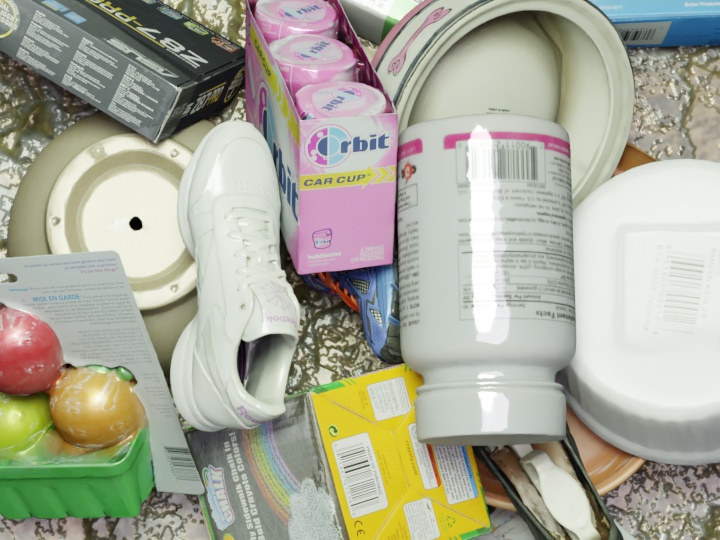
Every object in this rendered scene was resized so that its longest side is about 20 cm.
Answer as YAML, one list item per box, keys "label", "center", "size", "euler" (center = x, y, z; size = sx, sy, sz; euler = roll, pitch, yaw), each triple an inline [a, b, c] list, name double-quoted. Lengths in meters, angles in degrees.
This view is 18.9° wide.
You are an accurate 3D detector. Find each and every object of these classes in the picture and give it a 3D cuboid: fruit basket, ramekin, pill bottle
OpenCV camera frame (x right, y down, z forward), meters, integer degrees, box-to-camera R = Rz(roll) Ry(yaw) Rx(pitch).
- label: "fruit basket"
  center: [-0.211, 0.070, 1.449]
  size: [0.185, 0.094, 0.200]
  euler: [-4, 118, 22]
- label: "ramekin"
  center: [0.216, 0.022, 1.445]
  size: [0.200, 0.098, 0.201]
  euler: [-3, 73, 11]
- label: "pill bottle"
  center: [0.080, 0.009, 1.380]
  size: [0.113, 0.113, 0.200]
  euler: [0, 81, -2]

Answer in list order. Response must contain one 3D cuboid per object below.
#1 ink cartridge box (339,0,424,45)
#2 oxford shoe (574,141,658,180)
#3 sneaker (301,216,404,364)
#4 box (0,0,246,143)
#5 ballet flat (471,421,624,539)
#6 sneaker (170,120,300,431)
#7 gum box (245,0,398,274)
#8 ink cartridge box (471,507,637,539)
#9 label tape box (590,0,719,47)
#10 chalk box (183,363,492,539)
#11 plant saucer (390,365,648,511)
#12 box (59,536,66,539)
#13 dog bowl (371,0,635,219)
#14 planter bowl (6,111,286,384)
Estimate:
- label: "ink cartridge box"
  center: [-0.003, -0.255, 1.547]
  size: [0.200, 0.084, 0.145]
  euler: [25, 83, 1]
- label: "oxford shoe"
  center: [0.229, -0.020, 1.537]
  size: [0.071, 0.071, 0.200]
  euler: [-41, 85, -4]
- label: "sneaker"
  center: [0.000, 0.000, 1.492]
  size: [0.078, 0.200, 0.075]
  euler: [-31, 127, 11]
- label: "box"
  center: [-0.188, -0.166, 1.484]
  size: [0.200, 0.161, 0.049]
  euler: [31, 111, 7]
- label: "ballet flat"
  center: [0.116, 0.119, 1.444]
  size: [0.068, 0.068, 0.200]
  euler: [-33, 69, -8]
- label: "sneaker"
  center: [-0.067, 0.004, 1.383]
  size: [0.075, 0.100, 0.200]
  euler: [3, 88, -37]
- label: "gum box"
  center: [-0.030, -0.100, 1.449]
  size: [0.066, 0.200, 0.114]
  euler: [-6, 123, -12]
- label: "ink cartridge box"
  center: [0.119, 0.228, 1.475]
  size: [0.162, 0.200, 0.057]
  euler: [-37, 128, -11]
- label: "label tape box"
  center: [0.214, -0.264, 1.566]
  size: [0.144, 0.063, 0.200]
  euler: [-2, 75, -2]
- label: "chalk box"
  center: [-0.029, 0.144, 1.463]
  size: [0.124, 0.200, 0.125]
  euler: [-12, 85, -37]
- label: "plant saucer"
  center: [0.121, 0.074, 1.517]
  size: [0.200, 0.037, 0.200]
  euler: [-2, 68, 4]
- label: "box"
  center: [-0.157, 0.264, 1.421]
  size: [0.176, 0.200, 0.097]
  euler: [36, 83, 1]
- label: "dog bowl"
  center: [0.087, -0.110, 1.494]
  size: [0.200, 0.074, 0.200]
  euler: [-14, 121, -25]
- label: "planter bowl"
  center: [-0.150, -0.024, 1.489]
  size: [0.200, 0.135, 0.201]
  euler: [0, 84, -2]
